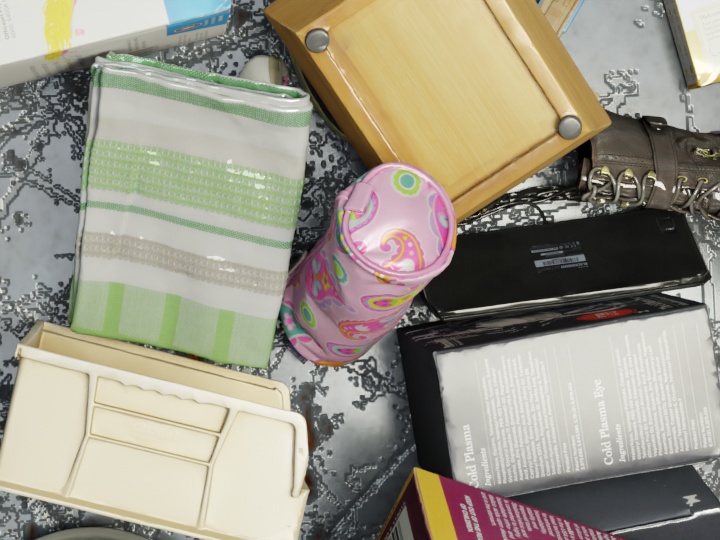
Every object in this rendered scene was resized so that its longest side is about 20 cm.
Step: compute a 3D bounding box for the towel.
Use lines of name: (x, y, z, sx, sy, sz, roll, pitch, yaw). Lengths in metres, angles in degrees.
towel: (-0.117, -0.036, 1.480, 0.149, 0.031, 0.200, 12, 113, 5)

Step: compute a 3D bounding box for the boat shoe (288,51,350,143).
boat shoe: (-0.020, -0.183, 1.547, 0.073, 0.065, 0.200, -20, 93, -5)

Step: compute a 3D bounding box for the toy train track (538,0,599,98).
toy train track: (0.135, -0.172, 1.579, 0.115, 0.033, 0.200, 29, 82, 12)

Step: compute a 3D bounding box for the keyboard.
keyboard: (0.133, -0.018, 1.554, 0.200, 0.127, 0.021, -7, 135, -7)

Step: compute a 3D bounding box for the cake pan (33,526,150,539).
cake pan: (-0.186, 0.276, 1.516, 0.200, 0.037, 0.201, -4, 68, 10)

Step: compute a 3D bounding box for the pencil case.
pencil case: (0.000, 0.000, 1.489, 0.087, 0.200, 0.088, 5, 70, -14)

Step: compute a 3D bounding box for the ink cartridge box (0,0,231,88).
ink cartridge box: (-0.201, -0.210, 1.488, 0.200, 0.147, 0.145, -15, 92, -6)

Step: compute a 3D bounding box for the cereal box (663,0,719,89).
cereal box: (0.277, -0.244, 1.587, 0.144, 0.040, 0.200, -15, 92, -5)

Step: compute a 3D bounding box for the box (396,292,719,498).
box: (0.130, 0.080, 1.499, 0.182, 0.200, 0.104, -11, 94, -6)

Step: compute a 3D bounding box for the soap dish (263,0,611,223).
soap dish: (0.054, -0.132, 1.490, 0.157, 0.081, 0.200, -33, 106, 7)

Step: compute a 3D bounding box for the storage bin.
storage bin: (-0.134, 0.108, 1.474, 0.198, 0.200, 0.094, 14, 91, -6)

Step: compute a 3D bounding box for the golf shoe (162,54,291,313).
golf shoe: (-0.106, -0.059, 1.538, 0.092, 0.073, 0.200, 19, 90, -4)

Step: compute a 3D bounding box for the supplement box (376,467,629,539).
supplement box: (0.100, 0.226, 1.384, 0.200, 0.103, 0.131, 19, 111, -15)

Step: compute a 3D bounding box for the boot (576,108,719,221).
boot: (0.233, -0.048, 1.527, 0.174, 0.200, 0.069, 6, 121, -11)

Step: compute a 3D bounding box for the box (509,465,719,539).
box: (0.145, 0.240, 1.519, 0.196, 0.117, 0.200, -10, 112, -6)
